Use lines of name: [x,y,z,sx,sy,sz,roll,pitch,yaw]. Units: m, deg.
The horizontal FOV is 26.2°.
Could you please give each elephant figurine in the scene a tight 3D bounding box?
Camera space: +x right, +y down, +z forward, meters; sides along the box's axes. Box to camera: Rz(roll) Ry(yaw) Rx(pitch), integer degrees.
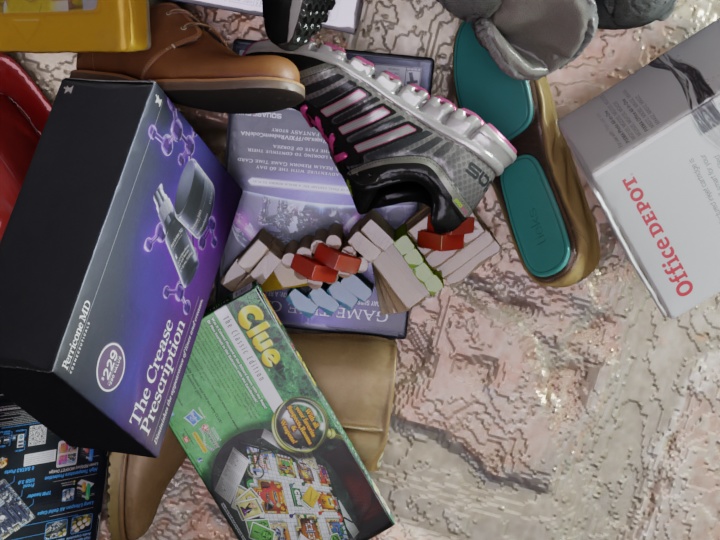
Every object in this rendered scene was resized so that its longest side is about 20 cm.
elephant figurine: [0.104,-0.200,0.999,0.198,0.142,0.157,-19,104,4]

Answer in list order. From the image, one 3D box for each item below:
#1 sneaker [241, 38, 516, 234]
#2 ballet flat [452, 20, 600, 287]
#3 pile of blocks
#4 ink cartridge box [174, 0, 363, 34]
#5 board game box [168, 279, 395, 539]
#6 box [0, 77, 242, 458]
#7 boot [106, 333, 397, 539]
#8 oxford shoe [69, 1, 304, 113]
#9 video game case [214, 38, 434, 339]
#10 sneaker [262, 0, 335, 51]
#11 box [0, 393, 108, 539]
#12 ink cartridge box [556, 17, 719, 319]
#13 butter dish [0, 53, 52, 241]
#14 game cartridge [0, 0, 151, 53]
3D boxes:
sneaker: [0.000,-0.086,1.028,0.198,0.074,0.088,25,83,8]
ballet flat: [0.115,-0.083,1.067,0.068,0.063,0.202,-22,77,35]
pile of blocks: [0.000,0.000,1.071,0.198,0.062,0.083,-13,101,5]
ink cartridge box: [-0.087,-0.245,1.034,0.198,0.076,0.138,10,101,-2]
board game box: [-0.067,0.118,1.076,0.104,0.023,0.201,-28,104,5]
box: [-0.161,-0.001,0.995,0.078,0.141,0.202,3,65,27]
boot: [-0.080,0.125,1.117,0.198,0.066,0.177,7,107,-4]
oxford shoe: [-0.117,-0.143,1.021,0.198,0.071,0.072,11,87,35]
video game case: [-0.028,-0.057,1.101,0.141,0.019,0.202,6,103,0]
sneaker: [-0.054,-0.243,0.969,0.089,0.070,0.202,11,101,14]
box: [-0.267,0.155,1.071,0.046,0.199,0.161,19,106,42]
ink cartridge box: [0.250,-0.083,1.031,0.199,0.084,0.146,-31,125,7]
butter dish: [-0.275,-0.016,1.049,0.198,0.148,0.201,-33,99,7]
game cartridge: [-0.216,-0.245,1.017,0.175,0.032,0.202,5,104,33]
